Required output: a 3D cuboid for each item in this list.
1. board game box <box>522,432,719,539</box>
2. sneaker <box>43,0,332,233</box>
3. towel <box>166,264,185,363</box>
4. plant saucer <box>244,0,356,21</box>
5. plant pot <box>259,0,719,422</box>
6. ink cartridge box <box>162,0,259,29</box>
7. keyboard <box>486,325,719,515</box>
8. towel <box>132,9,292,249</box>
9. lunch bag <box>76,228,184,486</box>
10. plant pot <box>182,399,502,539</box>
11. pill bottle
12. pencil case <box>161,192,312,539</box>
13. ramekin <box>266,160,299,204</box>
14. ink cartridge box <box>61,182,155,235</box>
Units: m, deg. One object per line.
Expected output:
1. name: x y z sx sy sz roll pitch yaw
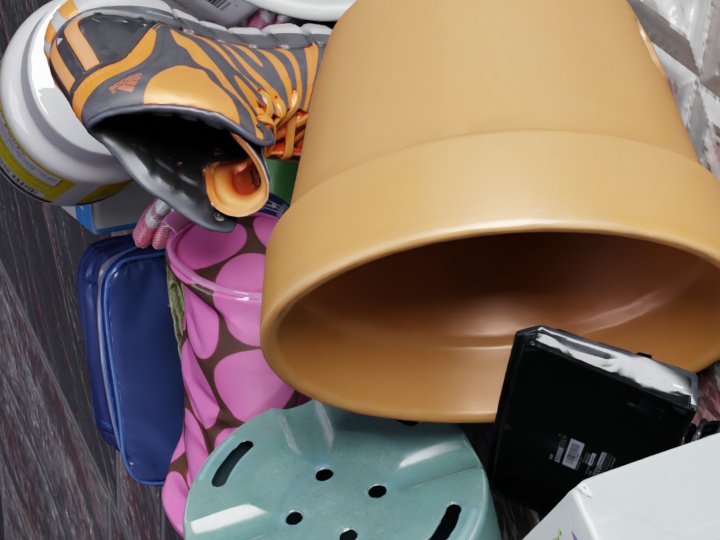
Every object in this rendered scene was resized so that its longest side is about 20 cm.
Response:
1. board game box: 0.117 0.128 0.604 0.065 0.146 0.200 66 154 22
2. sneaker: -0.045 -0.061 0.714 0.078 0.199 0.112 -63 38 31
3. towel: -0.097 0.036 1.003 0.200 0.036 0.150 -107 9 -72
4. plant saucer: -0.011 -0.223 0.749 0.050 0.198 0.202 -33 -65 -75
5. plant pot: 0.055 -0.035 0.644 0.200 0.198 0.141 126 145 -60
6. ink cartridge box: -0.111 -0.208 0.869 0.084 0.144 0.200 -58 16 -14
7. keyboard: 0.113 0.071 0.682 0.200 0.103 0.040 90 -155 -66
8. towel: -0.083 -0.123 0.951 0.201 0.030 0.147 -56 16 33
9. lunch bag: -0.133 0.054 1.170 0.132 0.135 0.202 -155 57 -66
10. plant pot: 0.000 0.182 0.787 0.200 0.199 0.197 52 158 47
11. pill bottle: -0.164 -0.104 0.934 0.200 0.113 0.115 170 89 -71
12. pencil case: -0.069 0.063 0.838 0.093 0.091 0.201 22 127 21
13. ramekin: 0.000 0.000 0.884 0.200 0.097 0.202 169 90 -68
14. ink cartridge box: -0.162 -0.098 1.159 0.200 0.145 0.085 -149 51 -60
